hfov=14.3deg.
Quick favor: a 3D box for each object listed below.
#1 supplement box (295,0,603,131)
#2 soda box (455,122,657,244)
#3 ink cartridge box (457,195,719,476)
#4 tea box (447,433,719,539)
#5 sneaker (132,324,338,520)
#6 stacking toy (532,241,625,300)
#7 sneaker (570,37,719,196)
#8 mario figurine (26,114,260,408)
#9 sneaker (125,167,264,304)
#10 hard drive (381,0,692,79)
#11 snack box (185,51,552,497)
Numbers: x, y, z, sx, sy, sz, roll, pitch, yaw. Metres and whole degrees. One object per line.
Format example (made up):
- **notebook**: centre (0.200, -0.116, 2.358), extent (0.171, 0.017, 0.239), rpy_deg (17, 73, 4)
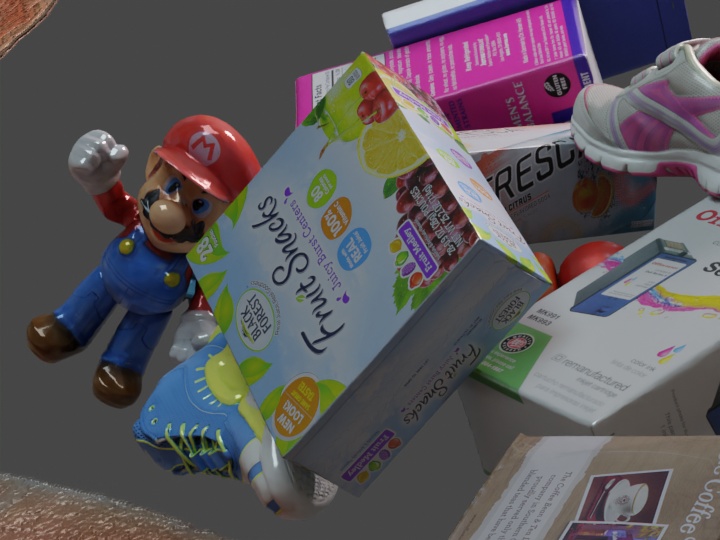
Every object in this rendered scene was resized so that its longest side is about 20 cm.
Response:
- **supplement box**: centre (0.064, -0.093, 1.907), extent (0.200, 0.101, 0.103), rpy_deg (-16, 28, 9)
- **soda box**: centre (0.091, -0.052, 1.770), extent (0.200, 0.064, 0.068), rpy_deg (-8, 15, -39)
- **ink cartridge box**: centre (0.173, 0.051, 1.584), extent (0.200, 0.088, 0.145), rpy_deg (-29, 27, -21)
- **tea box**: centre (0.111, 0.203, 1.221), extent (0.133, 0.197, 0.200), rpy_deg (-1, 31, 32)
- **sneaker**: centre (-0.076, 0.104, 1.689), extent (0.105, 0.076, 0.200), rpy_deg (-35, 25, 10)
- **stacking toy**: centre (0.072, 0.025, 1.722), extent (0.200, 0.086, 0.085), rpy_deg (-9, 28, 6)
- **sneaker**: centre (0.202, -0.097, 1.705), extent (0.081, 0.088, 0.200), rpy_deg (-2, 11, -37)
- **mario figurine**: centre (-0.134, -0.009, 1.776), extent (0.200, 0.123, 0.106), rpy_deg (-57, 34, 24)
- **sneaker**: centre (-0.074, -0.022, 1.856), extent (0.200, 0.096, 0.079), rpy_deg (16, 11, 42)
- **hard drive**: centre (0.124, -0.163, 1.977), extent (0.200, 0.132, 0.025), rpy_deg (-18, 59, 3)
- **snack box**: centre (0.000, 0.000, 1.622), extent (0.169, 0.068, 0.200), rpy_deg (-48, 36, 16)
